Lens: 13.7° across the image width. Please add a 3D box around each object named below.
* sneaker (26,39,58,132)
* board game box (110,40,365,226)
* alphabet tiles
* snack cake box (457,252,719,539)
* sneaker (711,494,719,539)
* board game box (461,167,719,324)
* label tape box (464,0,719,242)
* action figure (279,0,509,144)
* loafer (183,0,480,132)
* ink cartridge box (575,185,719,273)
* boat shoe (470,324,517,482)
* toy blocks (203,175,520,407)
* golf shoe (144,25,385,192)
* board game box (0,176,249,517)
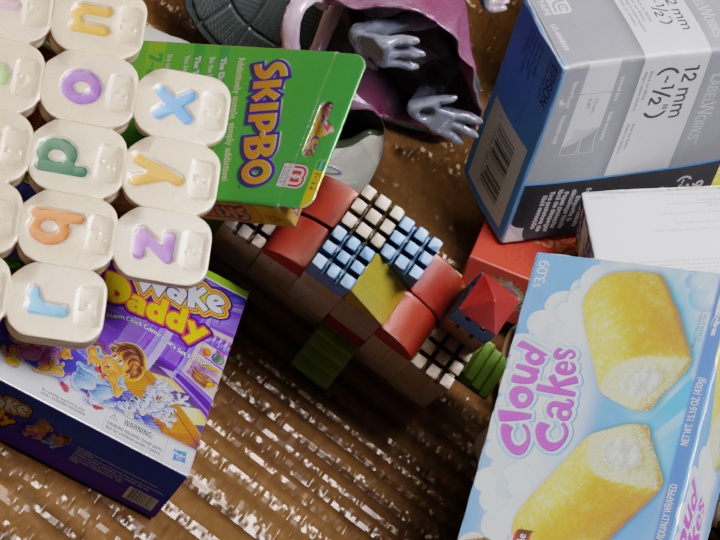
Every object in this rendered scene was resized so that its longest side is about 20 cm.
[{"bbox_3d":[-0.222,-0.134,1.632,0.073,0.077,0.200,10,35,-36],"label":"sneaker"},{"bbox_3d":[-0.092,-0.075,1.585,0.030,0.200,0.096,48,55,-48],"label":"board game box"},{"bbox_3d":[-0.168,-0.059,1.528,0.195,0.015,0.201,9,67,-7],"label":"alphabet tiles"},{"bbox_3d":[0.126,0.097,1.552,0.115,0.067,0.200,7,65,22],"label":"snack cake box"},{"bbox_3d":[0.235,0.100,1.693,0.200,0.076,0.116,19,84,4],"label":"sneaker"},{"bbox_3d":[0.157,-0.031,1.794,0.153,0.040,0.200,21,45,3],"label":"board game box"},{"bbox_3d":[0.174,-0.096,1.729,0.199,0.143,0.066,-6,49,-22],"label":"label tape box"},{"bbox_3d":[0.025,-0.168,1.687,0.148,0.134,0.200,3,54,-5],"label":"action figure"},{"bbox_3d":[-0.022,-0.142,1.781,0.200,0.072,0.063,24,26,-25],"label":"loafer"},{"bbox_3d":[0.187,0.043,1.663,0.109,0.050,0.200,-2,51,-6],"label":"ink cartridge box"},{"bbox_3d":[0.094,0.106,1.656,0.069,0.074,0.200,25,37,-11],"label":"boat shoe"},{"bbox_3d":[0.000,0.000,1.601,0.200,0.137,0.100,36,76,-1],"label":"toy blocks"},{"bbox_3d":[-0.076,-0.104,1.683,0.200,0.097,0.078,27,48,-11],"label":"golf shoe"},{"bbox_3d":[-0.169,0.024,1.558,0.200,0.045,0.135,28,46,-12],"label":"board game box"}]
